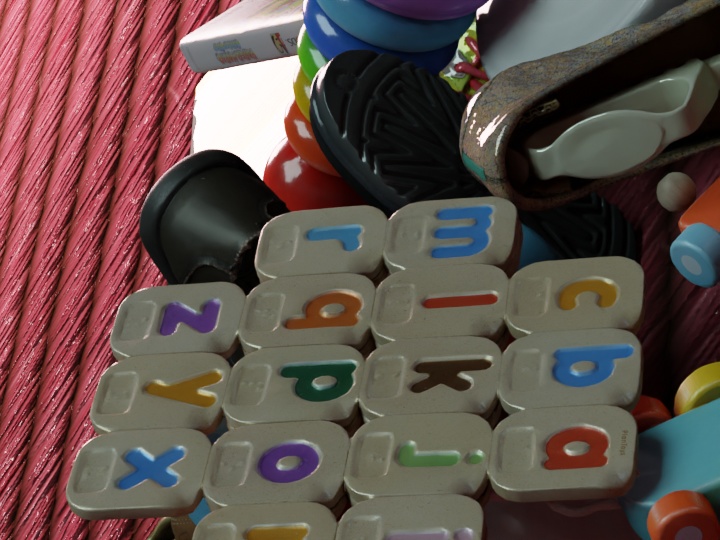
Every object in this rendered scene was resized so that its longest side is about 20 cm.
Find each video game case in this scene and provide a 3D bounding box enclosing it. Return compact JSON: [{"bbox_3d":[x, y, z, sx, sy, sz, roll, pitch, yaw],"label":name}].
[{"bbox_3d":[0.024,-0.159,1.364,0.200,0.023,0.182,-33,13,-21],"label":"video game case"}]

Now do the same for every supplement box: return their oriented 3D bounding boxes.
[{"bbox_3d":[-0.031,-0.056,1.453,0.126,0.073,0.200,-46,28,36],"label":"supplement box"}]

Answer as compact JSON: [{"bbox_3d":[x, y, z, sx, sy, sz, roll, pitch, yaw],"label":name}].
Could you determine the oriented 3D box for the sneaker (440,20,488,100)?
[{"bbox_3d":[0.050,-0.082,1.300,0.090,0.078,0.200,-30,41,49],"label":"sneaker"}]

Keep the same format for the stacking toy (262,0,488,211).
[{"bbox_3d":[0.003,-0.088,1.200,0.085,0.085,0.200,-91,16,-46],"label":"stacking toy"}]

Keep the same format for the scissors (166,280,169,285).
[{"bbox_3d":[-0.054,0.063,1.173,0.073,0.014,0.200,140,121,-62],"label":"scissors"}]

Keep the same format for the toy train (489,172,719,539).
[{"bbox_3d":[0.135,0.036,0.965,0.150,0.056,0.200,10,48,44],"label":"toy train"}]

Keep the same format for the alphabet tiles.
[{"bbox_3d":[0.001,0.043,0.956,0.200,0.195,0.015,-80,-19,-51],"label":"alphabet tiles"}]

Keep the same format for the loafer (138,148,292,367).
[{"bbox_3d":[-0.017,0.037,1.132,0.073,0.200,0.071,-45,35,-3],"label":"loafer"}]

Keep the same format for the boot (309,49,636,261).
[{"bbox_3d":[0.001,0.001,1.217,0.200,0.165,0.066,-36,25,50],"label":"boot"}]

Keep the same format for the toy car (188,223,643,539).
[{"bbox_3d":[0.063,0.101,1.028,0.200,0.184,0.177,21,127,31],"label":"toy car"}]

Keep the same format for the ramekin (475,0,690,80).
[{"bbox_3d":[0.141,-0.146,1.142,0.202,0.094,0.203,-48,28,37],"label":"ramekin"}]

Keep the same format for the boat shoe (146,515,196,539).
[{"bbox_3d":[-0.057,0.116,1.281,0.072,0.068,0.200,-46,-4,-40],"label":"boat shoe"}]

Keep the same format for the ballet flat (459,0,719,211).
[{"bbox_3d":[0.133,-0.070,1.025,0.200,0.068,0.067,-25,17,9],"label":"ballet flat"}]
